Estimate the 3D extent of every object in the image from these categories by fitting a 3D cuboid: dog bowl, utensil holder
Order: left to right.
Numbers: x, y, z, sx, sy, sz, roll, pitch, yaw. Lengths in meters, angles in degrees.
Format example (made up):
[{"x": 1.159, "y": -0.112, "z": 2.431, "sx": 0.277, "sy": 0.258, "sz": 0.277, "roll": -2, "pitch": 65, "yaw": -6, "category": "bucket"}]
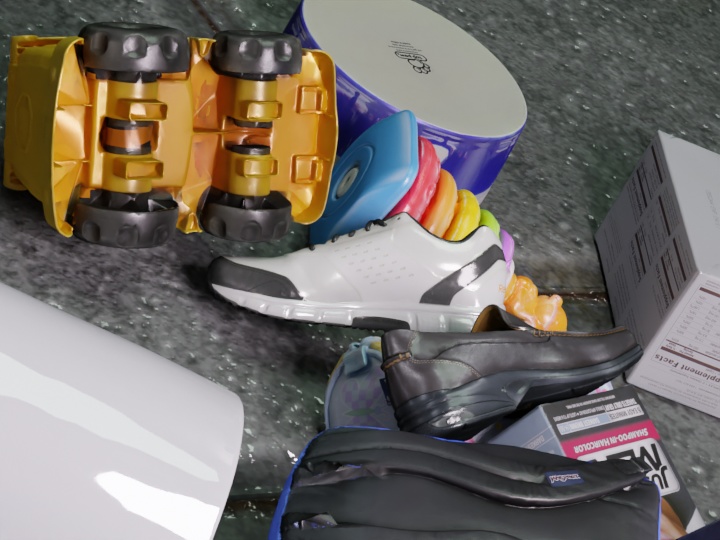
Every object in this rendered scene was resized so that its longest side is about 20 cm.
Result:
[{"x": -0.181, "y": 0.096, "z": 1.169, "sx": 0.199, "sy": 0.170, "sz": 0.170, "roll": 25, "pitch": 29, "yaw": -15, "category": "utensil holder"}, {"x": 0.026, "y": -0.133, "z": 1.796, "sx": 0.199, "sy": 0.079, "sz": 0.201, "roll": 22, "pitch": 30, "yaw": -14, "category": "dog bowl"}]

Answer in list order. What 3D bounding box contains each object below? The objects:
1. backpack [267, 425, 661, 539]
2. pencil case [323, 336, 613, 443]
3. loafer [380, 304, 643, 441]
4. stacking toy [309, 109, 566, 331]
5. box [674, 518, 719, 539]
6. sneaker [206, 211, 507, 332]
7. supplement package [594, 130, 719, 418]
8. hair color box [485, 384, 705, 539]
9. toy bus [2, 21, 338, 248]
[{"x": 0.042, "y": 0.185, "z": 1.225, "sx": 0.199, "sy": 0.169, "sz": 0.163, "roll": 14, "pitch": 35, "yaw": -2, "category": "backpack"}, {"x": 0.071, "y": 0.091, "z": 1.485, "sx": 0.199, "sy": 0.083, "sz": 0.091, "roll": 5, "pitch": 55, "yaw": -39, "category": "pencil case"}, {"x": 0.095, "y": 0.052, "z": 1.417, "sx": 0.199, "sy": 0.073, "sz": 0.073, "roll": -11, "pitch": 73, "yaw": -45, "category": "loafer"}, {"x": 0.068, "y": -0.010, "z": 1.640, "sx": 0.199, "sy": 0.116, "sz": 0.110, "roll": 34, "pitch": 25, "yaw": -18, "category": "stacking toy"}, {"x": 0.253, "y": 0.253, "z": 1.287, "sx": 0.199, "sy": 0.124, "sz": 0.198, "roll": 10, "pitch": 61, "yaw": -32, "category": "box"}, {"x": 0.000, "y": 0.000, "z": 1.512, "sx": 0.198, "sy": 0.081, "sz": 0.074, "roll": 4, "pitch": 1, "yaw": -1, "category": "sneaker"}, {"x": 0.280, "y": 0.012, "z": 1.770, "sx": 0.155, "sy": 0.111, "sz": 0.200, "roll": 21, "pitch": 31, "yaw": -16, "category": "supplement package"}, {"x": 0.162, "y": 0.175, "z": 1.402, "sx": 0.099, "sy": 0.061, "sz": 0.201, "roll": -8, "pitch": 67, "yaw": -48, "category": "hair color box"}, {"x": -0.140, "y": -0.097, "z": 1.527, "sx": 0.199, "sy": 0.137, "sz": 0.192, "roll": -2, "pitch": 12, "yaw": -30, "category": "toy bus"}]
